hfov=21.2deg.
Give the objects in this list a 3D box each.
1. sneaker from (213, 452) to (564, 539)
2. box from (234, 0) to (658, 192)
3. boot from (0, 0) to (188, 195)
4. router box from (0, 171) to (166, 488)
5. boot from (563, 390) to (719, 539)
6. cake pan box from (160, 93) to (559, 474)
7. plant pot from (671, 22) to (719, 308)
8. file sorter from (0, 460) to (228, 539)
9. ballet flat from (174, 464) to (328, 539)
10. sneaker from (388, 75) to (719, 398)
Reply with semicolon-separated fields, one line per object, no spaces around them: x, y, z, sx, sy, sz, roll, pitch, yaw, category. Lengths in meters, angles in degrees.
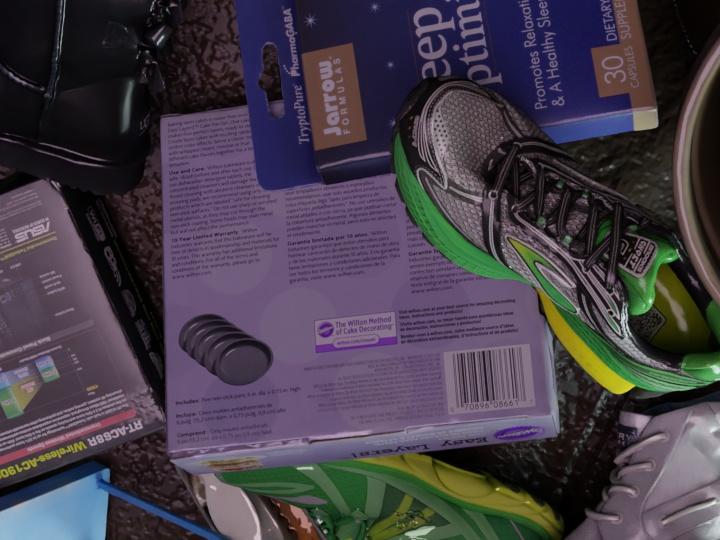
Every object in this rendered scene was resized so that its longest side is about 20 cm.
0.013;0.131;1.007;0.199;0.074;0.084;20;87;-16;sneaker
0.037;-0.112;0.945;0.199;0.032;0.122;-10;74;7;box
-0.174;-0.133;0.937;0.198;0.073;0.163;16;124;0;boot
-0.211;0.041;1.036;0.199;0.062;0.150;-20;103;12;router box
0.142;0.119;1.002;0.199;0.074;0.096;-19;96;-15;boot
0.000;0.000;0.958;0.199;0.052;0.185;-8;72;8;cake pan box
0.240;-0.066;0.895;0.199;0.174;0.201;2;108;5;plant pot
-0.155;0.231;1.024;0.122;0.139;0.201;21;113;33;file sorter
-0.042;0.162;1.054;0.067;0.064;0.200;-28;102;14;ballet flat
0.099;-0.020;0.874;0.200;0.085;0.078;39;70;-16;sneaker
